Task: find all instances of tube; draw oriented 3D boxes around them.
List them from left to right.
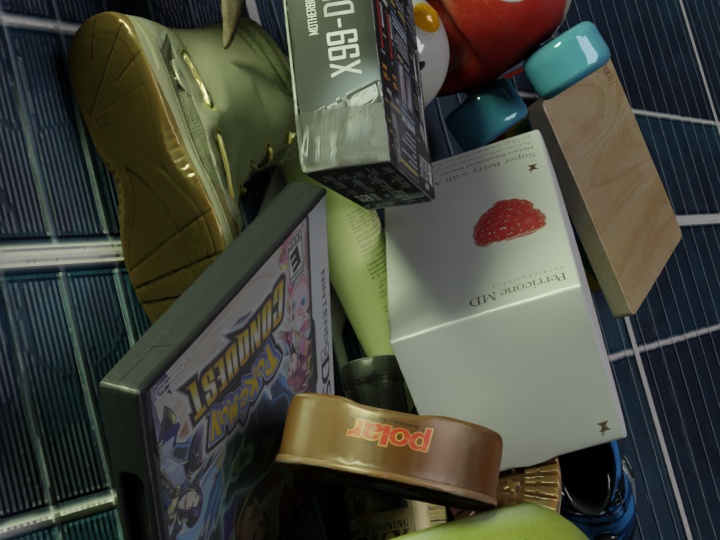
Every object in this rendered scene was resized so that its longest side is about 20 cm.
[{"bbox_3d":[0.000,0.000,0.845,0.058,0.052,0.202,-30,105,-26],"label":"tube"}]

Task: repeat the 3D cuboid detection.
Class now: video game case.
[{"bbox_3d":[-0.062,0.079,0.652,0.200,0.025,0.183,-53,147,-53],"label":"video game case"}]

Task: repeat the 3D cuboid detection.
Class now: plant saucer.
[{"bbox_3d":[0.019,0.154,0.645,0.199,0.198,0.031,3,65,-55],"label":"plant saucer"}]

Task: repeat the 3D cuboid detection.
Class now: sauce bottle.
[{"bbox_3d":[0.022,0.155,0.783,0.064,0.064,0.203,11,63,-53],"label":"sauce bottle"}]

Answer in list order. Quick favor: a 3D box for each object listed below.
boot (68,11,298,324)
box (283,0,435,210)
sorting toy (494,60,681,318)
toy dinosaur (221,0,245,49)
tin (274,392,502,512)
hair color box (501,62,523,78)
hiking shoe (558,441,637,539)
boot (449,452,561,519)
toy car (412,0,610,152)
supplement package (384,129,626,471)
[{"bbox_3d":[-0.077,-0.053,0.736,0.154,0.071,0.203,-20,91,-60],"label":"boot"},{"bbox_3d":[0.001,-0.124,0.726,0.200,0.049,0.160,12,72,-80],"label":"box"},{"bbox_3d":[0.209,-0.077,1.169,0.200,0.069,0.201,-40,108,-56],"label":"sorting toy"},{"bbox_3d":[-0.073,-0.237,0.721,0.135,0.085,0.203,-20,87,-42],"label":"toy dinosaur"},{"bbox_3d":[0.020,0.098,0.659,0.200,0.110,0.042,70,35,-76],"label":"tin"},{"bbox_3d":[0.101,-0.281,1.120,0.201,0.063,0.112,53,36,-24],"label":"hair color box"},{"bbox_3d":[0.154,0.149,0.900,0.087,0.073,0.201,-86,157,-50],"label":"hiking shoe"},{"bbox_3d":[0.098,0.151,0.837,0.200,0.074,0.108,-102,172,-68],"label":"boot"},{"bbox_3d":[0.042,-0.170,0.896,0.199,0.176,0.186,-34,92,-44],"label":"toy car"},{"bbox_3d":[0.088,0.018,0.826,0.201,0.120,0.121,-91,162,-58],"label":"supplement package"}]
